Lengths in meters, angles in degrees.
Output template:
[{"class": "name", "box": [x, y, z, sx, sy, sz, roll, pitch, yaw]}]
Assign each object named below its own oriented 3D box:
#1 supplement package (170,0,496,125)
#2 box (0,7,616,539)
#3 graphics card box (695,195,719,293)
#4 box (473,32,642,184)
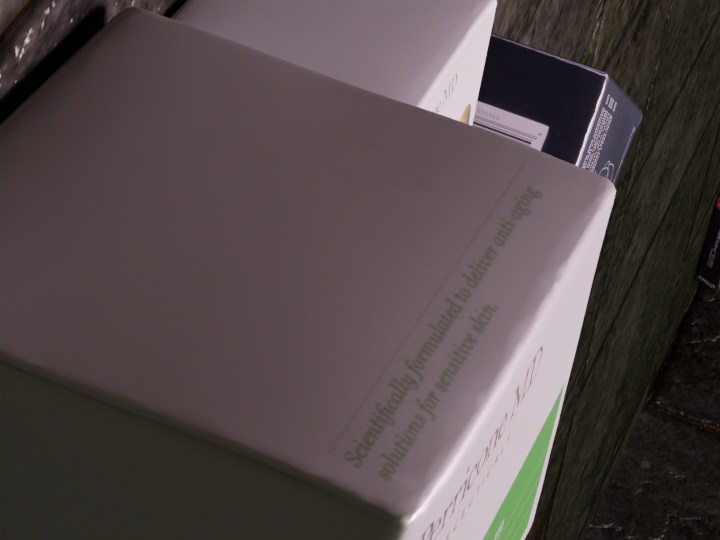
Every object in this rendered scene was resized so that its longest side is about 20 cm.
[{"class": "supplement package", "box": [-0.025, -0.023, 0.935, 0.114, 0.109, 0.201, -57, 162, -46]}, {"class": "box", "box": [-0.047, 0.050, 0.755, 0.199, 0.199, 0.172, -53, 157, -49]}, {"class": "graphics card box", "box": [0.623, -0.069, 3.709, 0.125, 0.051, 0.201, -36, 151, -33]}, {"class": "box", "box": [0.094, -0.058, 1.401, 0.200, 0.106, 0.150, 13, 97, -77]}]
